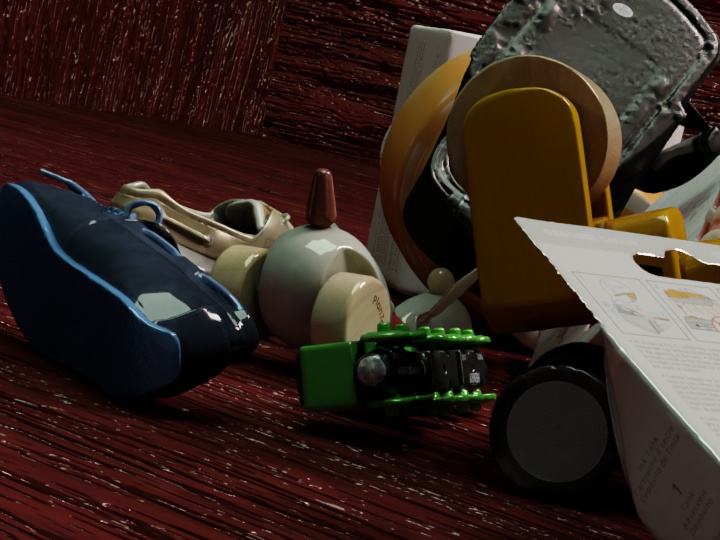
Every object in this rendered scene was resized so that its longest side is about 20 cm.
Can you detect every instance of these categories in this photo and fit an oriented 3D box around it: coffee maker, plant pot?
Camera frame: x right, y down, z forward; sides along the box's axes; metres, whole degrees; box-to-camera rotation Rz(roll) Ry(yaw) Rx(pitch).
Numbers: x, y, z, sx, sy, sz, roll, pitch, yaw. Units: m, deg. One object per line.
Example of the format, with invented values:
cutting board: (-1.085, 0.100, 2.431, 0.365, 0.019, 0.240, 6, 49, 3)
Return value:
coffee maker: (0.092, -0.064, 1.229, 0.191, 0.135, 0.200, -25, -18, -20)
plant pot: (0.127, -0.034, 1.447, 0.199, 0.201, 0.183, 10, 22, -16)

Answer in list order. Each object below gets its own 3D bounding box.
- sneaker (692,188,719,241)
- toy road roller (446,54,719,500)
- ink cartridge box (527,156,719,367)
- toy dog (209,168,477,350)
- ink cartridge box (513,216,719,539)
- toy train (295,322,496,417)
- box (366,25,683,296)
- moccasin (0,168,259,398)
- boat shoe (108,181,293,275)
sneaker: (0.169, 0.005, 1.018, 0.104, 0.201, 0.075, -1, -5, 2)
toy road roller: (0.125, 0.001, 0.928, 0.145, 0.201, 0.123, -10, 1, 11)
ink cartridge box: (0.171, 0.007, 1.236, 0.047, 0.160, 0.200, 44, 16, -4)
toy dog: (0.000, 0.000, 1.141, 0.131, 0.097, 0.200, 14, 2, 9)
ink cartridge box: (0.155, 0.061, 0.780, 0.162, 0.057, 0.200, 7, 26, -35)
toy train: (0.019, 0.049, 1.011, 0.056, 0.042, 0.200, -7, -5, 15)
box: (0.124, -0.069, 1.628, 0.199, 0.200, 0.131, 10, 6, -14)
moccasin: (-0.111, 0.013, 0.980, 0.068, 0.081, 0.200, -8, 27, -28)
boat shoe: (-0.065, -0.007, 1.273, 0.199, 0.069, 0.075, 7, 7, -40)
